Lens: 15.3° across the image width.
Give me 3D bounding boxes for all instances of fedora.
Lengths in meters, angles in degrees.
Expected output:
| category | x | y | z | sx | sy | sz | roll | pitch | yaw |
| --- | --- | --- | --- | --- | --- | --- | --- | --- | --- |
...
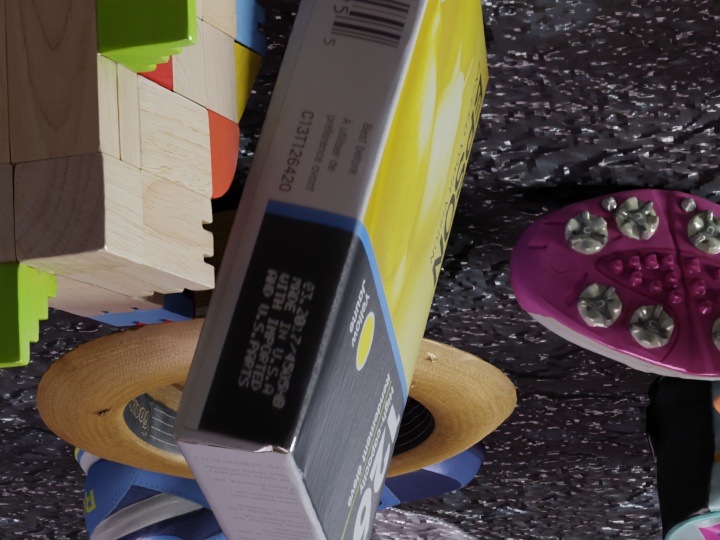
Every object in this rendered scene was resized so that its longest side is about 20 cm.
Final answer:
| category | x | y | z | sx | sy | sz | roll | pitch | yaw |
| --- | --- | --- | --- | --- | --- | --- | --- | --- | --- |
| fedora | -0.033 | 0.025 | 1.059 | 0.199 | 0.082 | 0.201 | -1 | 160 | 0 |

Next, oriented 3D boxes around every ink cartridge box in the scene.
| category | x | y | z | sx | sy | sz | roll | pitch | yaw |
| --- | --- | --- | --- | --- | --- | --- | --- | --- | --- |
| ink cartridge box | 0.000 | 0.000 | 0.859 | 0.047 | 0.199 | 0.200 | 10 | 158 | 13 |

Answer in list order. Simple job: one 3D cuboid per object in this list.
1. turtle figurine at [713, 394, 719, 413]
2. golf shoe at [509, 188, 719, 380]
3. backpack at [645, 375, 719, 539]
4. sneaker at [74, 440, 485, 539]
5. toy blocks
| category | x | y | z | sx | sy | sz | roll | pitch | yaw |
| --- | --- | --- | --- | --- | --- | --- | --- | --- | --- |
| turtle figurine | 0.193 | 0.055 | 0.999 | 0.160 | 0.065 | 0.200 | 2 | 146 | -20 |
| golf shoe | 0.148 | 0.019 | 1.061 | 0.198 | 0.076 | 0.092 | 7 | 159 | -13 |
| backpack | 0.239 | 0.110 | 1.178 | 0.198 | 0.154 | 0.176 | -13 | 149 | 13 |
| sneaker | -0.037 | 0.109 | 1.257 | 0.198 | 0.083 | 0.074 | -9 | 154 | 15 |
| toy blocks | -0.070 | -0.068 | 0.746 | 0.099 | 0.202 | 0.137 | -6 | 171 | 17 |
